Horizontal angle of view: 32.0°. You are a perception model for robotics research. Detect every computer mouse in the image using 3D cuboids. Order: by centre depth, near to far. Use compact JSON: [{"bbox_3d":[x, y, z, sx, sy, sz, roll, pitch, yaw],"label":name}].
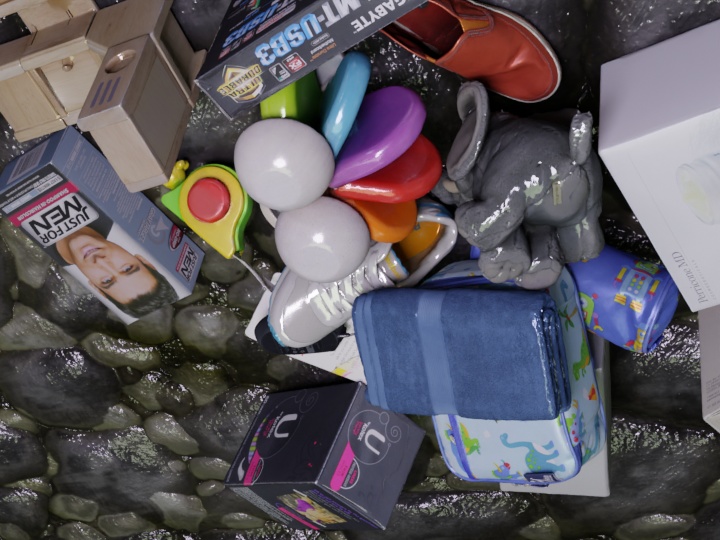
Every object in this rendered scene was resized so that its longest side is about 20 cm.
[{"bbox_3d":[-0.008,0.051,1.222,0.196,0.034,0.059,-4,144,8],"label":"computer mouse"}]

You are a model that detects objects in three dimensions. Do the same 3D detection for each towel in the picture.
[{"bbox_3d":[0.084,0.069,1.067,0.198,0.048,0.114,0,106,39],"label":"towel"}]

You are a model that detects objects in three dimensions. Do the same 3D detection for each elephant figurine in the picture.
[{"bbox_3d":[0.120,-0.093,1.052,0.154,0.201,0.142,-31,130,11],"label":"elephant figurine"}]

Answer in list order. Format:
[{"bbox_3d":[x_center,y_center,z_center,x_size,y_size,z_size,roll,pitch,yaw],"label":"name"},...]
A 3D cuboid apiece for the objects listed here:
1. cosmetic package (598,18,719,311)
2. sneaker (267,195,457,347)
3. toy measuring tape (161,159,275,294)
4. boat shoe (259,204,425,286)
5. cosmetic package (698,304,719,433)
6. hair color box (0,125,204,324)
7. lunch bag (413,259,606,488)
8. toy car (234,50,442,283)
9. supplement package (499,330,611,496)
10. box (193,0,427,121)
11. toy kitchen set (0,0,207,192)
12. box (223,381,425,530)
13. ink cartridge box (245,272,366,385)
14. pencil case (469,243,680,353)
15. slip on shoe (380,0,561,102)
[{"bbox_3d":[0.323,-0.096,1.025,0.198,0.124,0.200,-18,128,30],"label":"cosmetic package"},{"bbox_3d":[0.000,0.000,1.150,0.199,0.081,0.077,-38,112,-7],"label":"sneaker"},{"bbox_3d":[-0.108,-0.043,1.195,0.199,0.074,0.074,39,135,6],"label":"toy measuring tape"},{"bbox_3d":[-0.004,-0.029,1.206,0.199,0.073,0.063,37,135,-17],"label":"boat shoe"},{"bbox_3d":[0.360,0.065,1.121,0.103,0.202,0.073,34,133,-23],"label":"cosmetic package"},{"bbox_3d":[-0.261,-0.042,1.260,0.098,0.061,0.200,-23,126,32],"label":"hair color box"},{"bbox_3d":[0.127,0.092,1.130,0.159,0.082,0.203,-4,106,40],"label":"lunch bag"},{"bbox_3d":[-0.009,-0.102,1.057,0.148,0.177,0.201,-10,132,20],"label":"toy car"},{"bbox_3d":[0.196,0.122,1.277,0.115,0.118,0.202,1,134,13],"label":"supplement package"},{"bbox_3d":[-0.017,-0.224,0.917,0.198,0.200,0.050,-27,124,33],"label":"box"},{"bbox_3d":[-0.262,-0.167,1.046,0.197,0.182,0.164,-14,130,20],"label":"toy kitchen set"},{"bbox_3d":[-0.043,0.206,1.374,0.106,0.124,0.199,38,152,-24],"label":"box"},{"bbox_3d":[-0.008,0.048,1.287,0.197,0.068,0.117,21,136,-11],"label":"ink cartridge box"},{"bbox_3d":[0.193,0.011,1.148,0.198,0.078,0.088,21,124,27],"label":"pencil case"},{"bbox_3d":[0.081,-0.189,1.028,0.198,0.062,0.074,27,132,-22],"label":"slip on shoe"}]
